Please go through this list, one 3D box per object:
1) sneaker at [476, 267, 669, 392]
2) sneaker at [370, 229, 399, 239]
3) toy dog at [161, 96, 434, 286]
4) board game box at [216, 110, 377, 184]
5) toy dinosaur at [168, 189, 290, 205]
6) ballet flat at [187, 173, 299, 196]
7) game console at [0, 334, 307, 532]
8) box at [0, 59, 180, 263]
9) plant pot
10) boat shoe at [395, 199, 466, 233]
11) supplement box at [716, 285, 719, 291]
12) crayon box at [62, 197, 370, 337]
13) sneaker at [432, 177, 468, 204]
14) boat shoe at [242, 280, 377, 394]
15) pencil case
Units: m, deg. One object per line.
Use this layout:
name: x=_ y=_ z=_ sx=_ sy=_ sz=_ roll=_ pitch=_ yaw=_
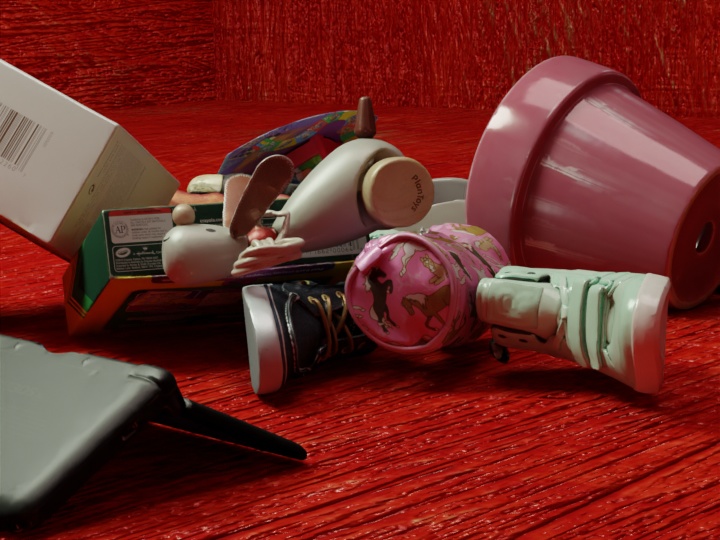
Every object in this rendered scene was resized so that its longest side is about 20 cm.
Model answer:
sneaker: x=0.135 y=0.035 z=1.228 sx=0.118 sy=0.074 sz=0.200 roll=6 pitch=-1 yaw=0
sneaker: x=0.000 y=0.000 z=1.508 sx=0.118 sy=0.074 sz=0.200 roll=10 pitch=2 yaw=14
toy dog: x=-0.043 y=-0.060 z=1.320 sx=0.199 sy=0.097 sz=0.132 roll=-17 pitch=2 yaw=-35
board game box: x=-0.062 y=-0.082 z=1.761 sx=0.157 sy=0.039 sz=0.200 roll=-17 pitch=-17 yaw=-24
toy dinosaur: x=-0.143 y=-0.038 z=1.598 sx=0.181 sy=0.200 sz=0.105 roll=-31 pitch=13 yaw=25
ballet flat: x=-0.061 y=-0.070 z=1.707 sx=0.199 sy=0.057 sz=0.066 roll=4 pitch=-11 yaw=-21
game console: x=-0.166 y=0.105 z=1.076 sx=0.200 sy=0.117 sz=0.176 roll=7 pitch=42 yaw=46
box: x=-0.253 y=-0.080 z=1.507 sx=0.152 sy=0.107 sz=0.200 roll=28 pitch=-6 yaw=13
plant pot: x=0.214 y=-0.059 z=1.562 sx=0.179 sy=0.201 sz=0.200 roll=24 pitch=22 yaw=34
boat shoe: x=0.047 y=-0.014 z=1.656 sx=0.199 sy=0.072 sz=0.069 roll=-13 pitch=-5 yaw=-15
supplement box: x=0.345 y=-0.030 z=1.630 sx=0.110 sy=0.086 sz=0.200 roll=-7 pitch=10 yaw=-29
crayon box: x=-0.113 y=-0.003 z=1.434 sx=0.199 sy=0.059 sz=0.173 roll=-4 pitch=-13 yaw=-20
sneaker: x=0.052 y=-0.048 z=1.842 sx=0.199 sy=0.073 sz=0.112 roll=11 pitch=-14 yaw=-15
boat shoe: x=-0.033 y=0.037 z=1.305 sx=0.090 sy=0.071 sz=0.200 roll=-6 pitch=7 yaw=-2
pencil case: x=0.053 y=0.011 z=1.341 sx=0.086 sy=0.083 sz=0.200 roll=12 pitch=7 yaw=14
